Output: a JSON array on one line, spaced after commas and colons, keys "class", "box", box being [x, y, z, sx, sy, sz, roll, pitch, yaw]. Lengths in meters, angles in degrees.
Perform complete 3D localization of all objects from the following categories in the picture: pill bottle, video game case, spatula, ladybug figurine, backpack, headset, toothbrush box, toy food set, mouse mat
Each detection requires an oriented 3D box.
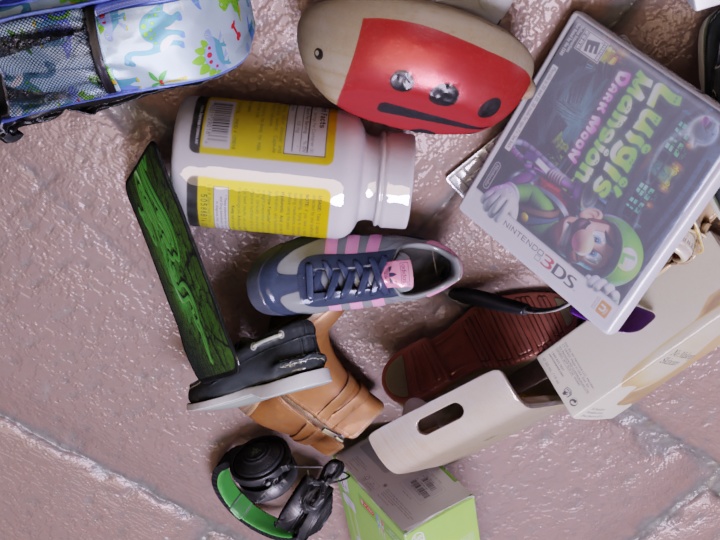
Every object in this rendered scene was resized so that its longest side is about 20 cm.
[{"class": "pill bottle", "box": [-0.056, -0.085, 0.918, 0.199, 0.111, 0.112, 6, 122, -1]}, {"class": "video game case", "box": [0.193, -0.081, 0.885, 0.023, 0.182, 0.200, -4, 130, -52]}, {"class": "spatula", "box": [0.165, 0.032, 0.982, 0.199, 0.056, 0.021, 5, 112, 37]}, {"class": "ladybug figurine", "box": [0.044, -0.158, 0.862, 0.199, 0.072, 0.136, 10, 162, -5]}, {"class": "backpack", "box": [-0.185, -0.206, 0.805, 0.199, 0.183, 0.147, -8, 123, 1]}, {"class": "headset", "box": [-0.084, 0.233, 1.109, 0.124, 0.094, 0.200, 46, 136, -11]}, {"class": "toothbrush box", "box": [0.055, 0.285, 1.118, 0.086, 0.146, 0.201, -23, 123, -22]}, {"class": "toy food set", "box": [0.112, 0.131, 1.021, 0.143, 0.200, 0.061, -31, 73, 23]}, {"class": "mouse mat", "box": [-0.156, 0.000, 0.921, 0.008, 0.161, 0.201, -19, 88, -22]}]

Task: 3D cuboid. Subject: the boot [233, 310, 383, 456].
[{"class": "boot", "box": [-0.034, 0.096, 1.058, 0.155, 0.074, 0.200, 36, 129, -18]}]

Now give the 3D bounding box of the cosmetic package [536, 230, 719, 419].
[{"class": "cosmetic package", "box": [0.275, 0.056, 0.995, 0.200, 0.071, 0.105, -41, 153, 25]}]

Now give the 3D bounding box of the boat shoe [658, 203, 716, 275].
[{"class": "boat shoe", "box": [0.259, -0.032, 0.912, 0.200, 0.069, 0.074, -41, 126, 19]}]

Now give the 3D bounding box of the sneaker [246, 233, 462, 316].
[{"class": "sneaker", "box": [0.000, 0.000, 0.937, 0.199, 0.082, 0.070, -11, 98, -35]}]

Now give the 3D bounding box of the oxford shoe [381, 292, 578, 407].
[{"class": "oxford shoe", "box": [0.120, 0.081, 1.058, 0.199, 0.071, 0.074, -22, 150, 9]}]

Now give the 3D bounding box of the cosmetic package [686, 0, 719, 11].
[{"class": "cosmetic package", "box": [0.333, -0.300, 0.808, 0.199, 0.052, 0.151, -16, 118, 11]}]

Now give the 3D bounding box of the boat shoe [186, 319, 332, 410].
[{"class": "boat shoe", "box": [-0.097, 0.090, 0.981, 0.200, 0.075, 0.061, -19, 80, 44]}]

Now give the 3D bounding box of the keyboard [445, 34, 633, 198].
[{"class": "keyboard", "box": [0.167, -0.123, 0.947, 0.200, 0.011, 0.056, -39, 114, 22]}]

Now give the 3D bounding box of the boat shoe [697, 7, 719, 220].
[{"class": "boat shoe", "box": [0.310, -0.121, 0.845, 0.074, 0.066, 0.200, 2, 80, -4]}]

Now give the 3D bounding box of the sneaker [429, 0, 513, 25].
[{"class": "sneaker", "box": [0.031, -0.239, 0.841, 0.199, 0.073, 0.071, 16, 118, -9]}]
